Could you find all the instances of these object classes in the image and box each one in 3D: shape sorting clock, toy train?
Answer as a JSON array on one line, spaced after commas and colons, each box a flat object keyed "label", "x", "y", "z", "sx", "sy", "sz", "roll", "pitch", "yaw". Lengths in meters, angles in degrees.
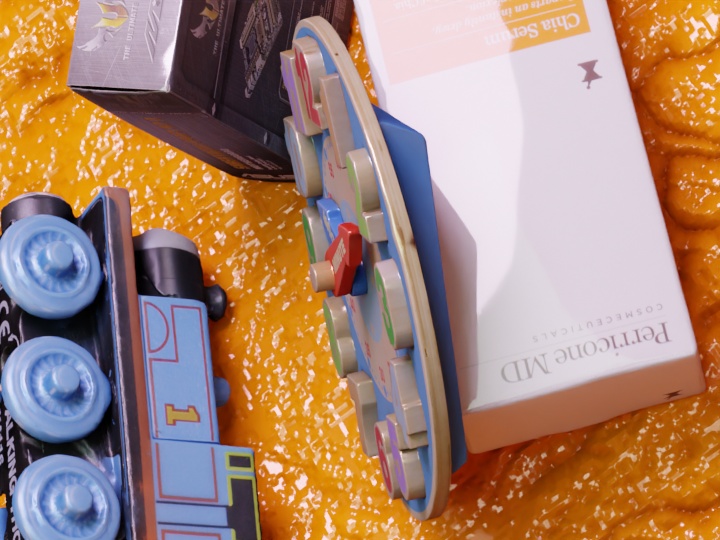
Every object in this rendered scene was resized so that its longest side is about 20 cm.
[{"label": "shape sorting clock", "x": 0.000, "y": 0.000, "z": 1.165, "sx": 0.039, "sy": 0.200, "sz": 0.201, "roll": -10, "pitch": 73, "yaw": -10}, {"label": "toy train", "x": -0.105, "y": 0.063, "z": 1.238, "sx": 0.087, "sy": 0.114, "sz": 0.201, "roll": -43, "pitch": 48, "yaw": 52}]

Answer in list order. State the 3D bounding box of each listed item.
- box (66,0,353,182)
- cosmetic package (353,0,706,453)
[{"label": "box", "x": -0.050, "y": -0.150, "z": 1.233, "sx": 0.048, "sy": 0.158, "sz": 0.201, "roll": 5, "pitch": 82, "yaw": 25}, {"label": "cosmetic package", "x": 0.065, "y": -0.040, "z": 1.195, "sx": 0.101, "sy": 0.071, "sz": 0.201, "roll": -15, "pitch": 73, "yaw": 4}]
